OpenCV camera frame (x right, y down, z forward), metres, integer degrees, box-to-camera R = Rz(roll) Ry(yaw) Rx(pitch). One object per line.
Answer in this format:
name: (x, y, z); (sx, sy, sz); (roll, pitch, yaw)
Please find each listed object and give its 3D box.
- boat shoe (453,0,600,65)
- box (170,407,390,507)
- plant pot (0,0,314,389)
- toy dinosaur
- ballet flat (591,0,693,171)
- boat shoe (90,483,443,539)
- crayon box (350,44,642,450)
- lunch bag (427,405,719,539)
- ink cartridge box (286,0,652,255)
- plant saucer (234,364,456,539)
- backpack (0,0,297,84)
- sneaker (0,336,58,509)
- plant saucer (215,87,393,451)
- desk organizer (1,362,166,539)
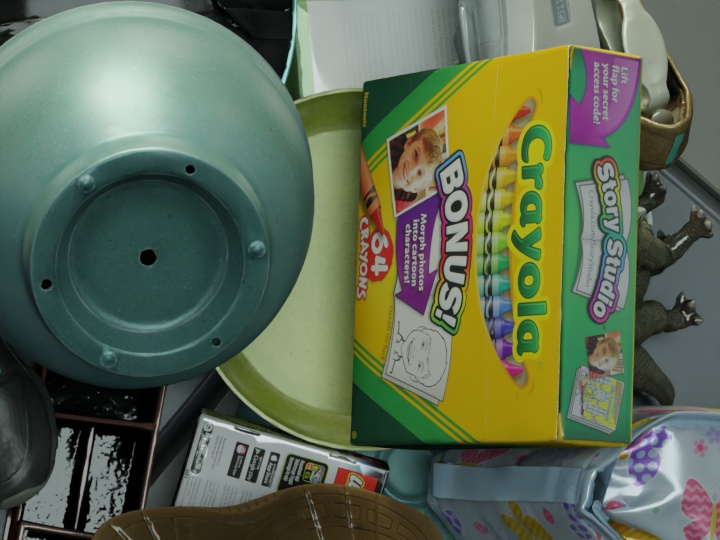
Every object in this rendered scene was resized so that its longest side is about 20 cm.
boat shoe: (0.082, -0.130, 1.626); (0.072, 0.069, 0.200); (-24, 110, -41)
box: (-0.064, 0.187, 1.624); (0.110, 0.035, 0.200); (17, 93, -4)
plant pot: (-0.112, -0.023, 1.497); (0.200, 0.134, 0.200); (-3, 109, -10)
toy dinosaur: (0.140, 0.009, 1.656); (0.102, 0.200, 0.077); (-25, 53, -20)
ballet flat: (0.131, -0.150, 1.656); (0.068, 0.072, 0.200); (-23, 82, -20)
boat shoe: (-0.053, 0.155, 1.573); (0.200, 0.063, 0.073); (3, 71, -18)
crayon box: (0.069, -0.007, 1.545); (0.058, 0.173, 0.200); (6, 83, -35)
lunch bag: (0.154, 0.133, 1.604); (0.200, 0.170, 0.127); (11, 81, -31)
ink cartridge box: (0.059, -0.086, 1.696); (0.200, 0.048, 0.146); (-4, 85, -14)
plant saucer: (0.025, 0.113, 1.673); (0.200, 0.036, 0.200); (1, 84, -10)
backpack: (-0.133, -0.143, 1.611); (0.200, 0.153, 0.176); (-4, 85, 0)
sneaker: (-0.228, 0.038, 1.585); (0.075, 0.079, 0.200); (-31, 69, 5)
plant saucer: (0.000, 0.000, 1.638); (0.200, 0.031, 0.200); (1, 85, -11)
desk organizer: (-0.151, 0.114, 1.618); (0.072, 0.077, 0.200); (11, 82, -9)
